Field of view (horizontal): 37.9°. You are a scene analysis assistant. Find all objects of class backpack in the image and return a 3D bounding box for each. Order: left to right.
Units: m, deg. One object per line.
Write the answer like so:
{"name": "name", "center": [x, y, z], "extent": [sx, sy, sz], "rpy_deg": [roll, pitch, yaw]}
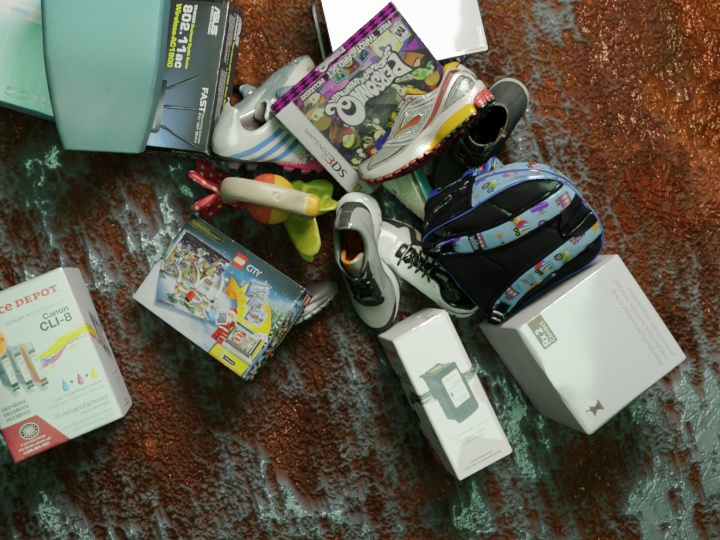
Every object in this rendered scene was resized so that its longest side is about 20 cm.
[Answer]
{"name": "backpack", "center": [0.197, -0.058, 1.322], "extent": [0.199, 0.135, 0.183], "rpy_deg": [-32, 119, 27]}

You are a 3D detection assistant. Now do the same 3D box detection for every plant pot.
{"name": "plant pot", "center": [-0.304, -0.243, 1.253], "extent": [0.140, 0.141, 0.202], "rpy_deg": [2, 98, -8]}

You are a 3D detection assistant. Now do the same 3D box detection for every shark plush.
{"name": "shark plush", "center": [-0.145, -0.218, 1.410], "extent": [0.199, 0.091, 0.084], "rpy_deg": [-27, 68, 7]}

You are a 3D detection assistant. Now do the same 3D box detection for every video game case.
{"name": "video game case", "center": [0.017, -0.207, 1.326], "extent": [0.200, 0.036, 0.181], "rpy_deg": [-39, 127, 9]}

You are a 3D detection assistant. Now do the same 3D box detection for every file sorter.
{"name": "file sorter", "center": [0.045, -0.328, 1.390], "extent": [0.198, 0.125, 0.140], "rpy_deg": [-13, 90, -8]}

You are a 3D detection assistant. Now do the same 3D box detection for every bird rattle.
{"name": "bird rattle", "center": [-0.123, -0.099, 1.350], "extent": [0.199, 0.163, 0.114], "rpy_deg": [22, 84, -12]}

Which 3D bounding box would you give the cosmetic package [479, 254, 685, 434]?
{"name": "cosmetic package", "center": [0.285, 0.092, 1.384], "extent": [0.165, 0.200, 0.165], "rpy_deg": [-36, 95, -7]}

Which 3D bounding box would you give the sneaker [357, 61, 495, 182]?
{"name": "sneaker", "center": [0.072, -0.180, 1.304], "extent": [0.200, 0.078, 0.082], "rpy_deg": [-38, 82, 23]}

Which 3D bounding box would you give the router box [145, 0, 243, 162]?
{"name": "router box", "center": [-0.242, -0.250, 1.354], "extent": [0.148, 0.062, 0.202], "rpy_deg": [7, 88, 13]}

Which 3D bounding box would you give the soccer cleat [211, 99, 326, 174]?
{"name": "soccer cleat", "center": [-0.101, -0.174, 1.352], "extent": [0.199, 0.070, 0.087], "rpy_deg": [-4, 115, -43]}

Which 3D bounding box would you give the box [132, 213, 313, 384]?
{"name": "box", "center": [-0.179, 0.034, 1.353], "extent": [0.199, 0.038, 0.137], "rpy_deg": [33, 83, 22]}

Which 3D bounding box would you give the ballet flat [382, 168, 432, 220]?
{"name": "ballet flat", "center": [0.048, -0.147, 1.430], "extent": [0.062, 0.067, 0.201], "rpy_deg": [-23, 88, 18]}

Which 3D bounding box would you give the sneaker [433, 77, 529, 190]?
{"name": "sneaker", "center": [0.141, -0.157, 1.374], "extent": [0.075, 0.106, 0.201], "rpy_deg": [33, 122, 6]}

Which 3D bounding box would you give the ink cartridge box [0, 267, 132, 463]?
{"name": "ink cartridge box", "center": [-0.393, 0.111, 1.314], "extent": [0.144, 0.145, 0.201], "rpy_deg": [-23, 92, -7]}

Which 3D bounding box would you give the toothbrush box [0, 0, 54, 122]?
{"name": "toothbrush box", "center": [-0.435, -0.280, 1.341], "extent": [0.198, 0.085, 0.148], "rpy_deg": [15, 88, -9]}

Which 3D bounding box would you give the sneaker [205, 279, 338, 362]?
{"name": "sneaker", "center": [-0.125, 0.048, 1.392], "extent": [0.199, 0.076, 0.091], "rpy_deg": [-23, 85, -11]}

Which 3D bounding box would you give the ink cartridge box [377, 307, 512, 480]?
{"name": "ink cartridge box", "center": [0.107, 0.158, 1.385], "extent": [0.084, 0.145, 0.201], "rpy_deg": [-26, 93, -7]}

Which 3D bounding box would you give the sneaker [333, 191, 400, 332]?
{"name": "sneaker", "center": [0.000, 0.000, 1.377], "extent": [0.073, 0.080, 0.201], "rpy_deg": [-2, 122, 21]}

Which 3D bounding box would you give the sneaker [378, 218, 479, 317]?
{"name": "sneaker", "center": [0.087, -0.008, 1.418], "extent": [0.199, 0.080, 0.074], "rpy_deg": [33, 87, -5]}
